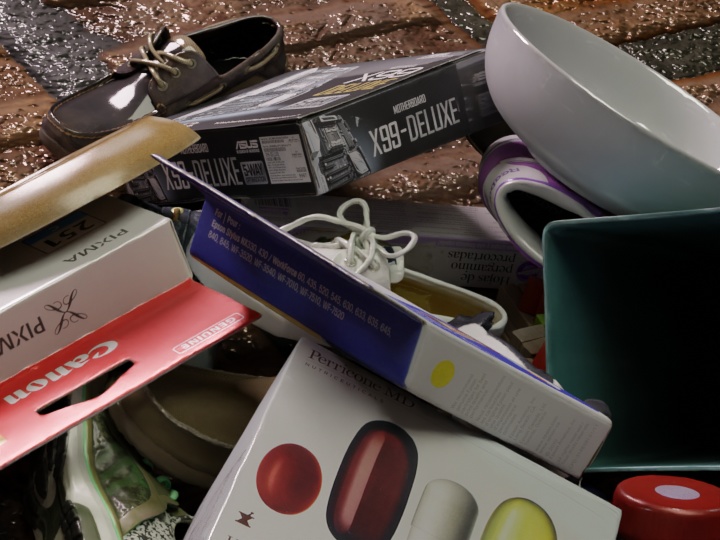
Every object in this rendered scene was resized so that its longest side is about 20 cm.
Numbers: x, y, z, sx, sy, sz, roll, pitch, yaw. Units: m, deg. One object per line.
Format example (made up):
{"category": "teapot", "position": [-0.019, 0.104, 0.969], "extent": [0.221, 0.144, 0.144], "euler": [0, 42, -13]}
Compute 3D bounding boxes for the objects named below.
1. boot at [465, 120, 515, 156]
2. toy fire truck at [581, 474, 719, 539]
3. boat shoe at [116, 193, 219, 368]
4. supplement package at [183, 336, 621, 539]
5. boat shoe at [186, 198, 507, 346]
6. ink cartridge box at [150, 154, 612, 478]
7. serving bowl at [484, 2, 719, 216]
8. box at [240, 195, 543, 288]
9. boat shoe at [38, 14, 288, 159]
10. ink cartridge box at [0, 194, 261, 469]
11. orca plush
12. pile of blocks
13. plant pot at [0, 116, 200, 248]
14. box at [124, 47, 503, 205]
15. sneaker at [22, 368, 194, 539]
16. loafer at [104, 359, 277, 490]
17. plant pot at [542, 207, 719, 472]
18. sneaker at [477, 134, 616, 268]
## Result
{"category": "boot", "position": [0.153, -0.053, 1.780], "extent": [0.200, 0.075, 0.097], "euler": [23, 24, -34]}
{"category": "toy fire truck", "position": [0.180, 0.157, 1.531], "extent": [0.199, 0.113, 0.168], "euler": [1, 12, -18]}
{"category": "boat shoe", "position": [-0.125, 0.022, 1.645], "extent": [0.090, 0.071, 0.200], "euler": [13, 28, 3]}
{"category": "supplement package", "position": [0.000, 0.177, 1.356], "extent": [0.191, 0.147, 0.200], "euler": [28, 35, -3]}
{"category": "boat shoe", "position": [0.001, 0.003, 1.630], "extent": [0.201, 0.086, 0.075], "euler": [25, 29, -23]}
{"category": "ink cartridge box", "position": [0.002, 0.026, 1.444], "extent": [0.200, 0.047, 0.197], "euler": [27, 3, -42]}
{"category": "serving bowl", "position": [0.153, -0.079, 1.685], "extent": [0.200, 0.066, 0.200], "euler": [29, 16, -9]}
{"category": "box", "position": [0.021, -0.018, 1.768], "extent": [0.199, 0.039, 0.042], "euler": [3, 35, -13]}
{"category": "boat shoe", "position": [-0.128, -0.125, 1.840], "extent": [0.074, 0.074, 0.200], "euler": [35, 40, 29]}
{"category": "ink cartridge box", "position": [-0.179, 0.034, 1.519], "extent": [0.200, 0.045, 0.176], "euler": [-30, 25, -21]}
{"category": "orca plush", "position": [0.073, 0.098, 1.550], "extent": [0.105, 0.071, 0.200], "euler": [-12, 27, -23]}
{"category": "pile of blocks", "position": [0.122, 0.063, 1.665], "extent": [0.082, 0.062, 0.200], "euler": [9, 35, -5]}
{"category": "plant pot", "position": [-0.186, -0.042, 1.625], "extent": [0.200, 0.200, 0.028], "euler": [-32, 98, -46]}
{"category": "box", "position": [-0.033, -0.088, 1.746], "extent": [0.157, 0.050, 0.200], "euler": [-23, 13, -36]}
{"category": "sneaker", "position": [-0.127, 0.128, 1.501], "extent": [0.088, 0.077, 0.200], "euler": [15, 37, -22]}
{"category": "loafer", "position": [-0.045, 0.085, 1.530], "extent": [0.199, 0.068, 0.076], "euler": [21, 27, -26]}
{"category": "plant pot", "position": [0.221, 0.043, 1.616], "extent": [0.141, 0.142, 0.200], "euler": [-4, -5, 40]}
{"category": "sneaker", "position": [0.157, -0.001, 1.708], "extent": [0.200, 0.073, 0.114], "euler": [29, 12, -10]}
